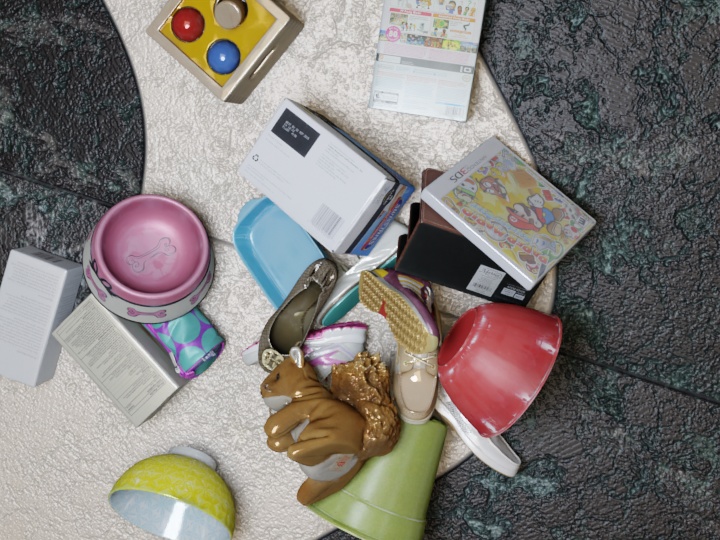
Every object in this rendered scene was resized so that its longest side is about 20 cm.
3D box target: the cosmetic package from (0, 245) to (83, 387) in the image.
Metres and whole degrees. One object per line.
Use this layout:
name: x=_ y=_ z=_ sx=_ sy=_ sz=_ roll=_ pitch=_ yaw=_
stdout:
cosmetic package: x=-0.523 y=0.072 z=1.646 sx=0.101 sy=0.071 sz=0.200 roll=21 pitch=99 yaw=7

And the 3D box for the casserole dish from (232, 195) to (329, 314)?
casserole dish: x=-0.112 y=-0.022 z=1.558 sx=0.121 sy=0.039 sz=0.200 roll=-43 pitch=73 yaw=26

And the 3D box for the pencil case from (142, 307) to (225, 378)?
pencil case: x=-0.302 y=0.073 z=1.599 sx=0.200 sy=0.092 sz=0.085 roll=46 pitch=146 yaw=3

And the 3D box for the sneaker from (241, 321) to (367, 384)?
sneaker: x=-0.084 y=0.133 z=1.573 sx=0.200 sy=0.081 sz=0.088 roll=-7 pitch=94 yaw=11

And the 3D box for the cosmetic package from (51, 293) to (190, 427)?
cosmetic package: x=-0.370 y=0.134 z=1.619 sx=0.103 sy=0.087 sz=0.200 roll=-42 pitch=88 yaw=10

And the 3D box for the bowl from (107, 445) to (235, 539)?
bowl: x=-0.278 y=0.339 z=1.605 sx=0.200 sy=0.200 sz=0.108 roll=12 pitch=56 yaw=8

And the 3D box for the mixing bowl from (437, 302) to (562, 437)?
mixing bowl: x=0.178 y=0.119 z=1.439 sx=0.108 sy=0.200 sz=0.200 roll=33 pitch=101 yaw=-9

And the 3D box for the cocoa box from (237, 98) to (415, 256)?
cocoa box: x=-0.047 y=-0.131 z=1.490 sx=0.200 sy=0.131 sz=0.133 roll=40 pitch=101 yaw=19

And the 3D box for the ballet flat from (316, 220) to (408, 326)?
ballet flat: x=0.000 y=0.000 z=1.559 sx=0.200 sy=0.069 sz=0.069 roll=-42 pitch=89 yaw=7

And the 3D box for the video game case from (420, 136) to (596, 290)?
video game case: x=0.210 y=-0.086 z=1.447 sx=0.200 sy=0.182 sz=0.023 roll=42 pitch=140 yaw=11

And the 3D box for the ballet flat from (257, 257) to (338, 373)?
ballet flat: x=-0.093 y=0.070 z=1.500 sx=0.067 sy=0.046 sz=0.200 roll=32 pitch=107 yaw=-3

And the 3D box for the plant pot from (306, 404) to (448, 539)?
plant pot: x=0.038 y=0.290 z=1.533 sx=0.200 sy=0.200 sz=0.190 roll=22 pitch=87 yaw=6

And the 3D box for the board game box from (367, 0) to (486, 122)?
board game box: x=0.099 y=-0.325 z=1.498 sx=0.147 sy=0.064 sz=0.200 roll=10 pitch=100 yaw=7

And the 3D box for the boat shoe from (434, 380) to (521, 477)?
boat shoe: x=0.175 y=0.221 z=1.544 sx=0.200 sy=0.071 sz=0.069 roll=45 pitch=103 yaw=3

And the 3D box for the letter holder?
letter holder: x=0.163 y=-0.050 z=1.494 sx=0.200 sy=0.142 sz=0.101 roll=18 pitch=131 yaw=-9

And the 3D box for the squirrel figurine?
squirrel figurine: x=-0.046 y=0.193 z=1.461 sx=0.200 sy=0.142 sz=0.187 roll=-24 pitch=50 yaw=-6

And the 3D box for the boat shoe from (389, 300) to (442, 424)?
boat shoe: x=0.082 y=0.122 z=1.494 sx=0.074 sy=0.069 sz=0.200 roll=5 pitch=56 yaw=-2

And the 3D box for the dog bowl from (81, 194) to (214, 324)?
dog bowl: x=-0.314 y=-0.025 z=1.546 sx=0.200 sy=0.074 sz=0.201 roll=5 pitch=68 yaw=-13

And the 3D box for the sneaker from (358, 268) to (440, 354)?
sneaker: x=0.075 y=0.048 z=1.448 sx=0.090 sy=0.200 sz=0.075 roll=-8 pitch=121 yaw=-26

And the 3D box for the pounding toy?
pounding toy: x=-0.197 y=-0.380 z=1.501 sx=0.184 sy=0.142 sz=0.200 roll=42 pitch=102 yaw=2
